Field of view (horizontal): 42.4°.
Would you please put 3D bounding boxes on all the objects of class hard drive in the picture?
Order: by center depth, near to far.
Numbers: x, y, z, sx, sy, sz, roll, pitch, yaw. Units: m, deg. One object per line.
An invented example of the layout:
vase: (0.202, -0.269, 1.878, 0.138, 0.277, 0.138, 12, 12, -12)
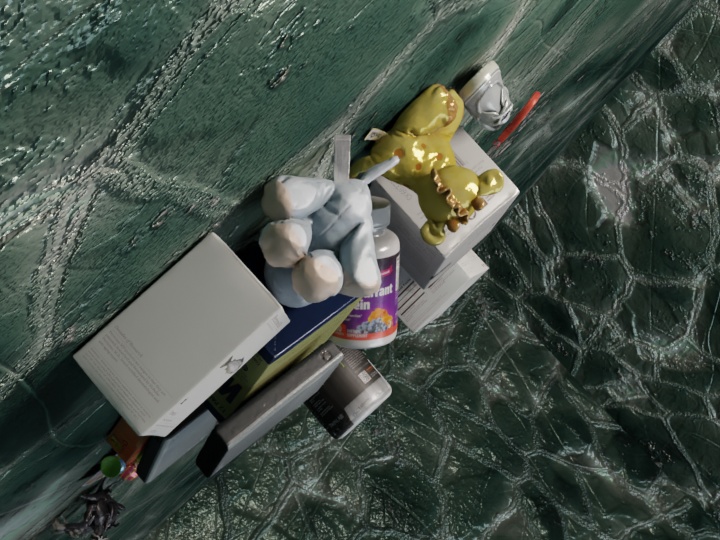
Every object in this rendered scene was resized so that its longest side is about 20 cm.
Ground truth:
hard drive: (-0.120, 0.181, 1.210, 0.200, 0.033, 0.140, -36, 170, -32)
hard drive: (-0.266, 0.240, 1.405, 0.139, 0.033, 0.200, -38, 170, -35)

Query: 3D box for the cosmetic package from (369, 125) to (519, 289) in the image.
cosmetic package: (0.118, -0.101, 1.462, 0.165, 0.165, 0.200, -40, 172, -13)

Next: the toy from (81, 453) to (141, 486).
toy: (-0.393, 0.331, 1.610, 0.115, 0.047, 0.200, -42, 172, 3)

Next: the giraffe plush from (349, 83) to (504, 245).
giraffe plush: (0.101, -0.131, 1.230, 0.173, 0.162, 0.200, -48, 171, 33)

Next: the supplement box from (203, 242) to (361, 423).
supplement box: (-0.126, 0.064, 1.228, 0.200, 0.134, 0.200, -35, 169, -41)

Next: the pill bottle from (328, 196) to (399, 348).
pill bottle: (0.000, 0.000, 1.323, 0.111, 0.111, 0.202, -30, 126, -57)

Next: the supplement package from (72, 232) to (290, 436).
supplement package: (-0.191, 0.074, 1.026, 0.200, 0.117, 0.117, -43, 171, -7)

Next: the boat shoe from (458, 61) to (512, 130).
boat shoe: (0.192, -0.247, 1.354, 0.070, 0.072, 0.201, -44, 172, 6)

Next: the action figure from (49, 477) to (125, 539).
action figure: (-0.489, 0.465, 1.649, 0.119, 0.101, 0.201, 48, 46, -56)

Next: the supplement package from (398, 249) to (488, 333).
supplement package: (0.098, -0.020, 1.664, 0.147, 0.200, 0.191, -45, 171, 16)

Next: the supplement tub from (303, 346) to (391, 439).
supplement tub: (-0.056, 0.153, 1.459, 0.122, 0.200, 0.123, -39, 172, -6)

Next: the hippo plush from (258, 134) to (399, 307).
hippo plush: (-0.070, -0.043, 1.084, 0.160, 0.158, 0.201, -25, -128, 53)

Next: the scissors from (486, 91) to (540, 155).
scissors: (0.215, -0.202, 1.441, 0.200, 0.014, 0.073, -50, -177, 37)

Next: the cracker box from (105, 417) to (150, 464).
cracker box: (-0.286, 0.203, 1.444, 0.134, 0.058, 0.200, -49, 169, 36)
